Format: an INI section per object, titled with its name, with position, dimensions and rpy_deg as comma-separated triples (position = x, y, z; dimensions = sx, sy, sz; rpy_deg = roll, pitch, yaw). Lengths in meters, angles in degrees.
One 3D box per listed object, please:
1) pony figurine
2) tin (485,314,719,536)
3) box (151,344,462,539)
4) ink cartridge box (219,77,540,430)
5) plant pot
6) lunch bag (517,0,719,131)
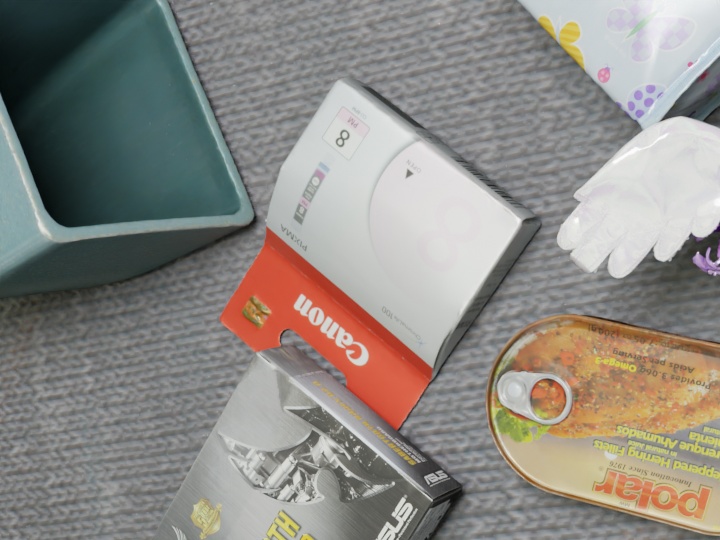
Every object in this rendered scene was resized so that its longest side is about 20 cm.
[pony figurine]
position = 0.225, -0.038, 0.743
dimensions = 0.167, 0.200, 0.193
rpy_deg = 42, 108, 20
[tin]
position = 0.173, 0.091, 0.864
dimensions = 0.200, 0.042, 0.112
rpy_deg = 13, 93, 26
[box]
position = -0.046, 0.175, 0.962
dimensions = 0.158, 0.048, 0.200
rpy_deg = 38, 111, 21
[ink cartridge box]
position = 0.000, 0.000, 0.945
dimensions = 0.162, 0.057, 0.200
rpy_deg = 39, 103, 21
[plant pot]
position = -0.233, -0.073, 0.990
dimensions = 0.200, 0.196, 0.197
rpy_deg = -30, 78, 35
[lunch bag]
position = 0.184, -0.200, 0.806
dimensions = 0.200, 0.127, 0.170
rpy_deg = -44, 74, 14
